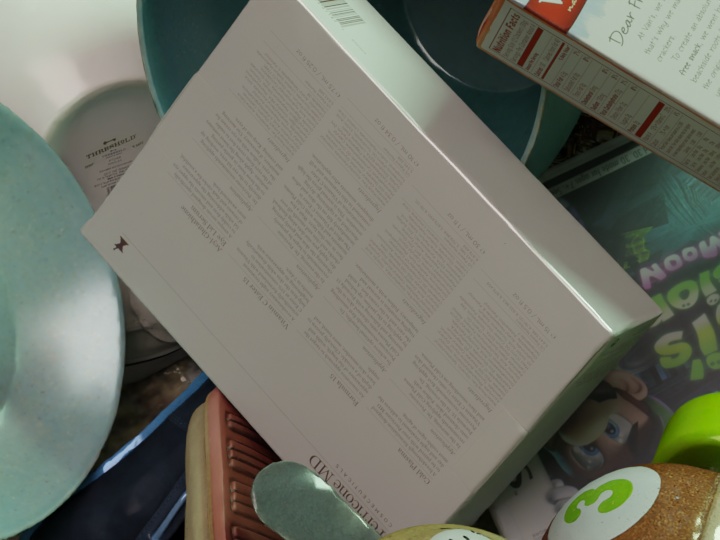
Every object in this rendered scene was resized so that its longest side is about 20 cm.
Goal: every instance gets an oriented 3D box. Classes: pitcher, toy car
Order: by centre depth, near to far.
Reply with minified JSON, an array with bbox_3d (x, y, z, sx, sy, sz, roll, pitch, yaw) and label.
[{"bbox_3d":[0.042,0.124,1.011,0.199,0.158,0.164,15,38,11],"label":"toy car"},{"bbox_3d":[-0.134,-0.114,1.307,0.171,0.121,0.200,-26,43,-15],"label":"pitcher"}]

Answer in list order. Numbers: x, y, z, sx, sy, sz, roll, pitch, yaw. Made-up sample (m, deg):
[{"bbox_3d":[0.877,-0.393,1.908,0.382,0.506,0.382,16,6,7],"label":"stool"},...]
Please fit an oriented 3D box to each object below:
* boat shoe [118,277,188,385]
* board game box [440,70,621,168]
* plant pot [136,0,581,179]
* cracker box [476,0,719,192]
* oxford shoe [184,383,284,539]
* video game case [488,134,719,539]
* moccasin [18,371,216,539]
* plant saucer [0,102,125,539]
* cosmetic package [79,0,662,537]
[{"bbox_3d":[-0.073,0.000,1.251,0.199,0.066,0.072,-10,60,9],"label":"boat shoe"},{"bbox_3d":[0.135,-0.082,1.254,0.135,0.035,0.200,-44,60,-12],"label":"board game box"},{"bbox_3d":[0.024,-0.111,1.177,0.200,0.135,0.201,9,108,31],"label":"plant pot"},{"bbox_3d":[0.162,-0.095,1.044,0.200,0.058,0.134,32,71,0],"label":"cracker box"},{"bbox_3d":[-0.061,0.141,1.109,0.075,0.070,0.200,-21,56,28],"label":"oxford shoe"},{"bbox_3d":[0.127,0.023,1.154,0.200,0.023,0.182,-25,58,0],"label":"video game case"},{"bbox_3d":[-0.055,0.090,1.200,0.200,0.080,0.068,-42,63,6],"label":"moccasin"},{"bbox_3d":[-0.186,0.018,1.155,0.039,0.201,0.201,-18,52,42],"label":"plant saucer"},{"bbox_3d":[0.000,0.000,1.106,0.200,0.052,0.151,48,118,14],"label":"cosmetic package"}]
